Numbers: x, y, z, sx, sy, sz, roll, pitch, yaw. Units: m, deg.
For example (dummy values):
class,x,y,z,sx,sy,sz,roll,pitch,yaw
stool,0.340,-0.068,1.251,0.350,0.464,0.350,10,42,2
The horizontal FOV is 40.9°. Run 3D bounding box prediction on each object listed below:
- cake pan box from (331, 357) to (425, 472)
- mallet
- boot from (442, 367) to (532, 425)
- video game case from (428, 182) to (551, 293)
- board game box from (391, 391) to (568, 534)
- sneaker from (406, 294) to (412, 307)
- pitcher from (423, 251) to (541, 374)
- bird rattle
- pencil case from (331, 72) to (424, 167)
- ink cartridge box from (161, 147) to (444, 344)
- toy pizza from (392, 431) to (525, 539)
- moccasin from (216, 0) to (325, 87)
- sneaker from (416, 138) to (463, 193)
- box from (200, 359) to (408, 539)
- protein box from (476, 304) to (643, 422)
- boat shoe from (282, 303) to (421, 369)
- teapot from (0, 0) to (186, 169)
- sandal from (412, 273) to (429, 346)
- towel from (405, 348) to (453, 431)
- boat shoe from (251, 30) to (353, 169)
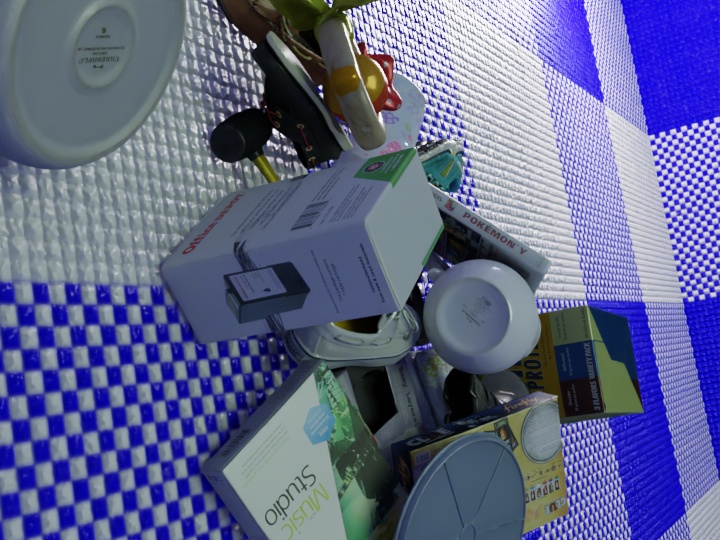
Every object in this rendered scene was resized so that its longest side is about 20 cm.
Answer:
class,x,y,z,sx,sy,sz,roll,pitch,yaw
cake pan box,0.009,0.179,0.998,0.184,0.052,0.202,-27,103,-63
mallet,-0.073,-0.062,0.918,0.201,0.041,0.066,60,31,-2
boot,0.146,0.150,1.114,0.132,0.070,0.200,51,19,-25
video game case,0.131,-0.028,1.130,0.023,0.182,0.200,-55,170,-9
board game box,0.128,0.219,1.003,0.199,0.035,0.137,-13,101,-31
sneaker,0.000,0.000,1.042,0.200,0.071,0.073,39,36,-54
pitcher,0.119,0.035,1.070,0.171,0.122,0.200,40,7,13
bird rattle,-0.014,-0.186,0.934,0.201,0.112,0.164,75,4,-52
pencil case,0.020,-0.146,1.124,0.091,0.083,0.201,38,43,-24
ink cartridge box,-0.047,-0.021,0.826,0.085,0.199,0.146,67,30,-23
toy pizza,0.092,0.253,0.931,0.199,0.032,0.202,-10,105,-44
moccasin,-0.082,-0.261,0.988,0.201,0.077,0.074,47,37,-43
sneaker,0.093,-0.131,1.267,0.200,0.077,0.080,-16,101,-62
box,-0.036,0.202,0.860,0.144,0.036,0.201,-46,117,-35
protein box,0.248,0.138,1.295,0.198,0.199,0.136,14,66,-59
boat shoe,0.014,0.043,0.951,0.201,0.086,0.075,-1,53,-52
teapot,-0.223,-0.171,0.633,0.198,0.145,0.200,-58,160,-17
sandal,0.056,-0.007,1.166,0.075,0.048,0.202,-42,115,-59
towel,0.114,0.186,1.153,0.171,0.048,0.201,7,60,-68
boat shoe,-0.064,-0.159,0.946,0.074,0.063,0.201,63,4,23
